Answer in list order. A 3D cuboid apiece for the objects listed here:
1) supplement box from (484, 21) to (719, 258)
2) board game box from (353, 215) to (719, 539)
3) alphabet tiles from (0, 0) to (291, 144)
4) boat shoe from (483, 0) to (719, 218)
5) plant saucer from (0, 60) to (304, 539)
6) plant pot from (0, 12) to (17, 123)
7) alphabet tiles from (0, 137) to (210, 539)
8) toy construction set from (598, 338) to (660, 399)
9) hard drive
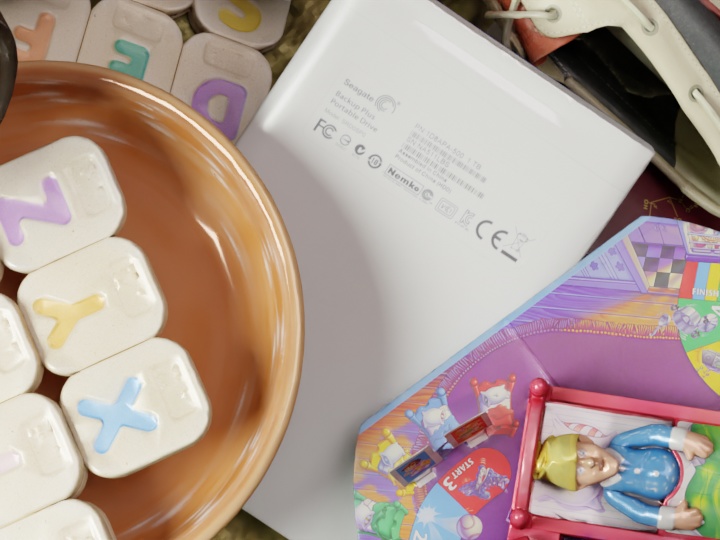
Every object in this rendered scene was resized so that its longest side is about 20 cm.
[{"bbox_3d":[0.140,-0.029,1.125,0.200,0.061,0.109,15,68,-17],"label":"supplement box"},{"bbox_3d":[0.096,0.078,0.997,0.200,0.039,0.158,-36,80,1],"label":"board game box"},{"bbox_3d":[-0.125,-0.119,1.110,0.200,0.015,0.196,20,66,-15],"label":"alphabet tiles"},{"bbox_3d":[0.086,-0.098,1.058,0.200,0.071,0.063,38,65,-10],"label":"boat shoe"},{"bbox_3d":[-0.118,0.024,1.013,0.200,0.037,0.200,-1,83,7],"label":"plant saucer"},{"bbox_3d":[-0.217,-0.103,0.935,0.200,0.187,0.187,37,61,20],"label":"plant pot"},{"bbox_3d":[-0.162,0.042,0.982,0.195,0.015,0.200,-23,81,3],"label":"alphabet tiles"},{"bbox_3d":[0.192,0.060,1.069,0.200,0.131,0.092,-9,40,5],"label":"toy construction set"},{"bbox_3d":[0.000,0.000,1.045,0.132,0.025,0.200,34,100,-4],"label":"hard drive"}]
